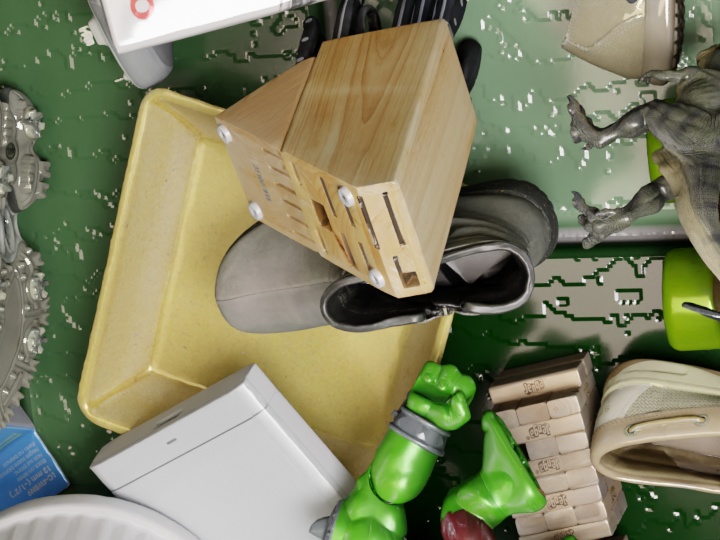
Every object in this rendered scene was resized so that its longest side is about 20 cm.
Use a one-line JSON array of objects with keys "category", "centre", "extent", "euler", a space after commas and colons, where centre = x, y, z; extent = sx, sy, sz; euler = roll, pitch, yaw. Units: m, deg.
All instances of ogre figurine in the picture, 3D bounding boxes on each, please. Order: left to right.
[{"category": "ogre figurine", "centre": [0.056, 0.159, 1.119], "extent": [0.119, 0.098, 0.201], "euler": [-33, 104, 5]}]

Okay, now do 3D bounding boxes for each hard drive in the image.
[{"category": "hard drive", "centre": [-0.044, 0.155, 1.204], "extent": [0.131, 0.027, 0.200], "euler": [-29, 108, 36]}]

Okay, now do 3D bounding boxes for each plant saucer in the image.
[{"category": "plant saucer", "centre": [-0.043, 0.016, 1.198], "extent": [0.198, 0.048, 0.202], "euler": [18, 107, 11]}]

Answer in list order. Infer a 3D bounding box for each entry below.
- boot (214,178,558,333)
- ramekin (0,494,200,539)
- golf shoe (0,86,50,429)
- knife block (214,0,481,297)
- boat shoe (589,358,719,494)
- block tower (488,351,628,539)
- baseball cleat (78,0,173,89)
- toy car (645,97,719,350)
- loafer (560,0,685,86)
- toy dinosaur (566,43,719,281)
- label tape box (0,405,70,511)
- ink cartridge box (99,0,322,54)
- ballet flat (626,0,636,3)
[{"category": "boot", "centre": [0.000, 0.000, 1.086], "extent": [0.198, 0.131, 0.068], "euler": [-13, 100, 18]}, {"category": "ramekin", "centre": [-0.158, 0.234, 1.191], "extent": [0.200, 0.094, 0.204], "euler": [2, 109, 4]}, {"category": "golf shoe", "centre": [-0.234, -0.005, 1.232], "extent": [0.096, 0.078, 0.202], "euler": [1, 87, 23]}, {"category": "knife block", "centre": [0.027, -0.082, 1.074], "extent": [0.175, 0.200, 0.064], "euler": [-34, 123, -19]}, {"category": "boat shoe", "centre": [0.220, 0.096, 1.118], "extent": [0.198, 0.065, 0.073], "euler": [8, 135, 15]}, {"category": "block tower", "centre": [0.121, 0.152, 1.180], "extent": [0.057, 0.054, 0.202], "euler": [-14, 99, 20]}, {"category": "baseball cleat", "centre": [-0.114, -0.202, 1.155], "extent": [0.106, 0.070, 0.202], "euler": [-13, 103, 13]}, {"category": "toy car", "centre": [0.216, -0.010, 1.034], "extent": [0.163, 0.200, 0.159], "euler": [-4, 103, 17]}, {"category": "loafer", "centre": [0.129, -0.192, 1.082], "extent": [0.068, 0.076, 0.202], "euler": [0, 104, 10]}, {"category": "toy dinosaur", "centre": [0.144, -0.053, 1.020], "extent": [0.087, 0.201, 0.048], "euler": [-10, 129, 19]}, {"category": "label tape box", "centre": [-0.290, 0.090, 1.279], "extent": [0.143, 0.066, 0.201], "euler": [-35, 90, 21]}, {"category": "ink cartridge box", "centre": [-0.050, -0.205, 1.094], "extent": [0.198, 0.084, 0.147], "euler": [-16, 100, -3]}, {"category": "ballet flat", "centre": [0.053, -0.172, 1.029], "extent": [0.198, 0.073, 0.074], "euler": [15, 107, 0]}]
